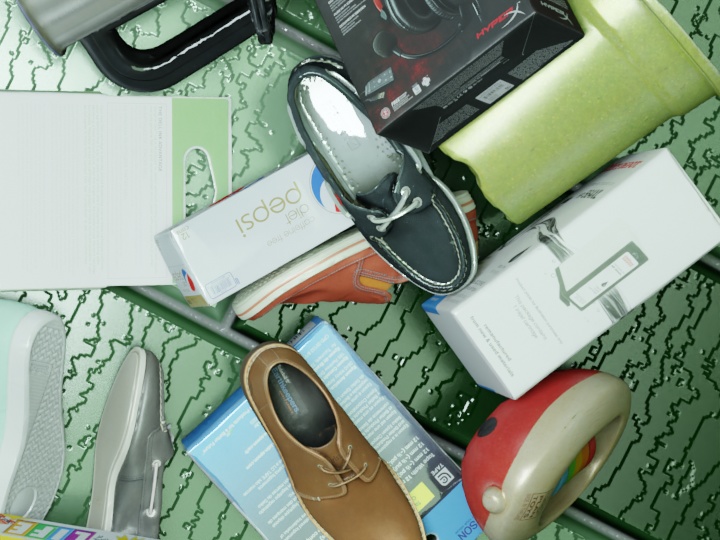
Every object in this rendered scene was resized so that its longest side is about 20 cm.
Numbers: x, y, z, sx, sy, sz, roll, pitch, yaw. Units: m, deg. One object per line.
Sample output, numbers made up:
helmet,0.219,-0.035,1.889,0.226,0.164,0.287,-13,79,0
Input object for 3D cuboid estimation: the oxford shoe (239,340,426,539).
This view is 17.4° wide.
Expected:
oxford shoe,-0.018,0.143,1.691,0.071,0.071,0.200,-38,99,-7

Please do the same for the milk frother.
milk frother,-0.150,-0.215,1.642,0.187,0.200,0.181,-28,96,7

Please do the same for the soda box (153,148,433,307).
soda box,-0.049,-0.046,1.732,0.199,0.068,0.064,-29,95,-16

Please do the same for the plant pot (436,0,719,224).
plant pot,0.138,-0.142,1.723,0.184,0.200,0.201,-42,97,6

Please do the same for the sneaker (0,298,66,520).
sneaker,-0.281,0.108,1.727,0.118,0.074,0.202,19,111,26

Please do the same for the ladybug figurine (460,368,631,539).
ladybug figurine,0.132,0.131,1.730,0.072,0.200,0.136,34,116,17

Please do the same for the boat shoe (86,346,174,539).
boat shoe,-0.166,0.157,1.741,0.057,0.067,0.202,10,95,-24

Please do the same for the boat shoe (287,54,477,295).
boat shoe,0.011,-0.063,1.673,0.075,0.060,0.200,-39,93,13

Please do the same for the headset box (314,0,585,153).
headset box,0.046,-0.209,1.653,0.148,0.075,0.201,-35,64,24

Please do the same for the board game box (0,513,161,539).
board game box,-0.230,0.247,1.682,0.198,0.034,0.136,6,110,20

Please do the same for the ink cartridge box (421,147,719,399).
ink cartridge box,0.156,0.001,1.738,0.200,0.146,0.085,-37,95,-6

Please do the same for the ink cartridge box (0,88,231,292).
ink cartridge box,-0.194,-0.059,1.737,0.199,0.048,0.147,-1,92,-30

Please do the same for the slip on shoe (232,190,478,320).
slip on shoe,0.000,0.000,1.755,0.199,0.074,0.062,-21,97,-12

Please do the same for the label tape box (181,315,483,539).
label tape box,-0.016,0.155,1.759,0.143,0.066,0.200,-43,99,-5
